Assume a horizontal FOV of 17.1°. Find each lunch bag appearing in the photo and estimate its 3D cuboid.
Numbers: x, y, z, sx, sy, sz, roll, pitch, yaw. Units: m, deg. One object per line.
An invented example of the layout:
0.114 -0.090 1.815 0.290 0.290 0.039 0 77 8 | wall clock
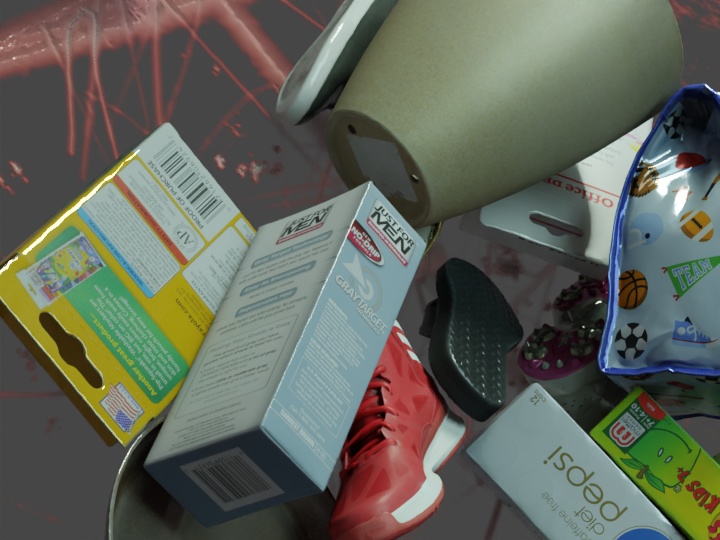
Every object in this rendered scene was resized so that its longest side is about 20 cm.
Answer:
0.239 -0.009 1.617 0.170 0.123 0.201 41 51 -66 | lunch bag

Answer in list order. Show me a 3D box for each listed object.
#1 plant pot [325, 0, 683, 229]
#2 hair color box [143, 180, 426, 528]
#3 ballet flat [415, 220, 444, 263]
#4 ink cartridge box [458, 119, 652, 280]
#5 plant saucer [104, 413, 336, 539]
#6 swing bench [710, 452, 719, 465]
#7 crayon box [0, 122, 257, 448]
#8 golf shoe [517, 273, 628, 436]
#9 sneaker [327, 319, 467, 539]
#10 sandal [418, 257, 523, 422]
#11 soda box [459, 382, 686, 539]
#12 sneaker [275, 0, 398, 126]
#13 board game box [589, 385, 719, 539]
0.077 -0.122 1.568 0.200 0.187 0.188 -40 95 -28 | plant pot
-0.041 0.047 1.396 0.061 0.099 0.200 47 44 -25 | hair color box
0.000 0.000 1.563 0.069 0.063 0.200 47 42 -13 | ballet flat
0.140 -0.072 1.713 0.117 0.067 0.200 20 50 -6 | ink cartridge box
-0.077 0.178 1.394 0.200 0.032 0.201 28 49 -37 | plant saucer
0.332 0.206 1.708 0.200 0.130 0.199 -17 78 -42 | swing bench
-0.141 0.014 1.429 0.126 0.052 0.200 51 41 -7 | crayon box
0.171 0.059 1.698 0.200 0.075 0.092 -42 122 -52 | golf shoe
-0.002 0.092 1.449 0.116 0.078 0.200 59 16 -9 | sneaker
0.064 0.046 1.586 0.075 0.048 0.201 48 19 -8 | sandal
0.157 0.169 1.563 0.068 0.064 0.200 -43 85 -6 | soda box
0.015 -0.137 1.654 0.099 0.071 0.200 43 39 -8 | sneaker
0.238 0.171 1.572 0.200 0.048 0.102 46 -5 18 | board game box
